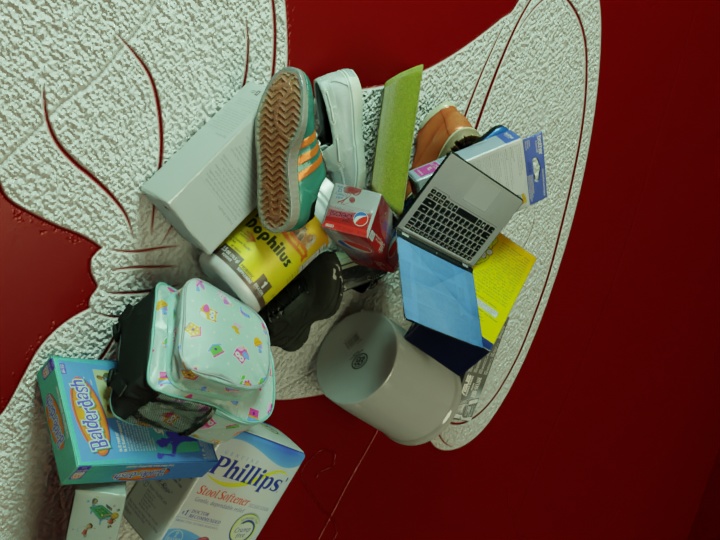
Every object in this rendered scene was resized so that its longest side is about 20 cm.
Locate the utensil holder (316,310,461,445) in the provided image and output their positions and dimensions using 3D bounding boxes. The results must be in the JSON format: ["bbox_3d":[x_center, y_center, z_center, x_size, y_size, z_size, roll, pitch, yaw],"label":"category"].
[{"bbox_3d":[0.047,0.178,1.321,0.200,0.170,0.170,38,83,-46],"label":"utensil holder"}]

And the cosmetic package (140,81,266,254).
[{"bbox_3d":[-0.166,-0.131,1.021,0.200,0.071,0.102,-48,136,-16],"label":"cosmetic package"}]

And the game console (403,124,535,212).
[{"bbox_3d":[0.156,-0.124,1.252,0.200,0.118,0.171,-40,127,1],"label":"game console"}]

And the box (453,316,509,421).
[{"bbox_3d":[0.174,0.143,1.431,0.050,0.158,0.201,14,102,-24],"label":"box"}]

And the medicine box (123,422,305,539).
[{"bbox_3d":[-0.213,0.311,1.184,0.182,0.103,0.200,34,86,-48],"label":"medicine box"}]

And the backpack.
[{"bbox_3d":[-0.195,0.119,1.017,0.153,0.176,0.200,-31,135,23],"label":"backpack"}]

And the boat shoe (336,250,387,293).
[{"bbox_3d":[0.000,0.000,1.248,0.199,0.074,0.063,-15,107,-32],"label":"boat shoe"}]

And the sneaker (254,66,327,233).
[{"bbox_3d":[-0.082,-0.149,0.998,0.080,0.071,0.201,-19,119,-57],"label":"sneaker"}]

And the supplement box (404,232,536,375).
[{"bbox_3d":[0.171,0.042,1.251,0.200,0.109,0.109,-56,-179,-34],"label":"supplement box"}]

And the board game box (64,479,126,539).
[{"bbox_3d":[-0.343,0.328,1.028,0.064,0.148,0.201,11,105,-17],"label":"board game box"}]

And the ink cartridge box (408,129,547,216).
[{"bbox_3d":[0.172,-0.123,1.162,0.199,0.042,0.120,-22,127,-8],"label":"ink cartridge box"}]

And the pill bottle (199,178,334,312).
[{"bbox_3d":[-0.113,-0.043,1.091,0.200,0.109,0.109,-45,135,-18],"label":"pill bottle"}]

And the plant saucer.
[{"bbox_3d":[0.048,-0.192,1.145,0.048,0.200,0.201,7,103,0],"label":"plant saucer"}]

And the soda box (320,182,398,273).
[{"bbox_3d":[0.009,-0.053,1.106,0.200,0.070,0.064,47,59,-71],"label":"soda box"}]

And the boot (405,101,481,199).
[{"bbox_3d":[0.112,-0.170,1.275,0.075,0.107,0.200,4,136,-35],"label":"boot"}]

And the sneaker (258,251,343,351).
[{"bbox_3d":[-0.094,0.048,1.143,0.090,0.076,0.200,8,133,-37],"label":"sneaker"}]

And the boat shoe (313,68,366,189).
[{"bbox_3d":[-0.037,-0.181,1.135,0.071,0.070,0.202,-14,122,-19],"label":"boat shoe"}]

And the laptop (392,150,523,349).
[{"bbox_3d":[0.145,-0.022,1.098,0.187,0.116,0.200,23,109,-45],"label":"laptop"}]

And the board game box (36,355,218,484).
[{"bbox_3d":[-0.289,0.186,1.008,0.200,0.152,0.045,13,132,-47],"label":"board game box"}]
